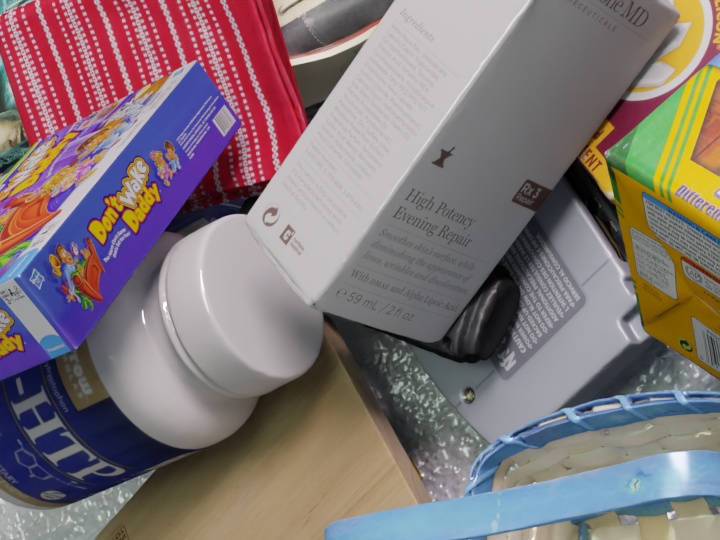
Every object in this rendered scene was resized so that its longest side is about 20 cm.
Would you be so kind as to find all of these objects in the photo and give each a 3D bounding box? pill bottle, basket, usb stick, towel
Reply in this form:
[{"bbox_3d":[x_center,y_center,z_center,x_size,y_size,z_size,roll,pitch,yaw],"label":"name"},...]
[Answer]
[{"bbox_3d":[-0.122,0.047,0.808,0.199,0.119,0.120,-26,61,35],"label":"pill bottle"},{"bbox_3d":[0.104,0.121,0.632,0.176,0.200,0.140,-14,67,30],"label":"basket"},{"bbox_3d":[0.000,0.000,0.807,0.199,0.033,0.056,20,80,43],"label":"usb stick"},{"bbox_3d":[-0.121,-0.101,0.854,0.199,0.022,0.145,-12,99,32],"label":"towel"}]

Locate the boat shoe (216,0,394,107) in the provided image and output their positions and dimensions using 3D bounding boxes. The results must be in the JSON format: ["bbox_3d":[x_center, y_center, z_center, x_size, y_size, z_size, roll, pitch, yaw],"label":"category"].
[{"bbox_3d":[-0.017,-0.142,0.852,0.199,0.071,0.063,-20,77,25],"label":"boat shoe"}]

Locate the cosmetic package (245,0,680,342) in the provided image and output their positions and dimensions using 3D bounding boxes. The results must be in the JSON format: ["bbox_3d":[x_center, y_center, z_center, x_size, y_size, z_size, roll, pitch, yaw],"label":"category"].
[{"bbox_3d":[0.047,-0.070,0.698,0.200,0.101,0.074,-54,51,17],"label":"cosmetic package"}]

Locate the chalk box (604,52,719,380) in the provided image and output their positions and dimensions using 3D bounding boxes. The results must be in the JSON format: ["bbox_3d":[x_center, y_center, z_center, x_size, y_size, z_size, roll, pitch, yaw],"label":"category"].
[{"bbox_3d":[0.221,-0.044,0.632,0.200,0.124,0.125,-42,51,-14],"label":"chalk box"}]

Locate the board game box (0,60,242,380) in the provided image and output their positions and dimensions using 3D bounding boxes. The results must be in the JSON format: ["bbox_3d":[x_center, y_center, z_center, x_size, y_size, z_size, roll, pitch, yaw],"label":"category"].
[{"bbox_3d":[-0.158,-0.019,0.768,0.134,0.045,0.200,-21,25,33],"label":"board game box"}]

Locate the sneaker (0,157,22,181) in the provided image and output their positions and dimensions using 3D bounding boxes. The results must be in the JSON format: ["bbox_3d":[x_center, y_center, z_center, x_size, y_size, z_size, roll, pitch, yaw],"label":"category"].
[{"bbox_3d":[-0.152,-0.097,0.977,0.199,0.075,0.085,-18,66,20],"label":"sneaker"}]

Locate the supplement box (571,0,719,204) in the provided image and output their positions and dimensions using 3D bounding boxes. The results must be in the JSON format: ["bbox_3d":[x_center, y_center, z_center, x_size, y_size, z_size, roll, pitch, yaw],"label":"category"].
[{"bbox_3d":[0.183,-0.124,0.731,0.200,0.086,0.111,-45,54,15],"label":"supplement box"}]

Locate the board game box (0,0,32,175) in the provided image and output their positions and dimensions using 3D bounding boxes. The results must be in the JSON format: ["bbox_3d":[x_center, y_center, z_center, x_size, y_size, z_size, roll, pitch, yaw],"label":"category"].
[{"bbox_3d":[-0.234,-0.182,1.091,0.135,0.028,0.201,-24,62,27],"label":"board game box"}]

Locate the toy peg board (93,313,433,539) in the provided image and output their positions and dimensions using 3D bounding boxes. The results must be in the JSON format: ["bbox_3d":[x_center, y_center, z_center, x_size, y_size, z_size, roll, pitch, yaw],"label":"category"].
[{"bbox_3d":[-0.030,0.164,0.802,0.200,0.098,0.199,-47,38,13],"label":"toy peg board"}]

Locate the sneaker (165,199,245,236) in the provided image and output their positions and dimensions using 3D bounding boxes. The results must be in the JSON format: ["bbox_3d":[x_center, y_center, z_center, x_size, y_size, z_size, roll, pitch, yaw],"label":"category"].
[{"bbox_3d":[-0.161,-0.009,0.947,0.199,0.080,0.116,-35,60,24],"label":"sneaker"}]

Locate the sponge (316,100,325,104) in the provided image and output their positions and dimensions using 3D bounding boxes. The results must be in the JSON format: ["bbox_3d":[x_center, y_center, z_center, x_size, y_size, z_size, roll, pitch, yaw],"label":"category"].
[{"bbox_3d":[0.034,-0.155,0.885,0.199,0.030,0.112,4,78,37],"label":"sponge"}]

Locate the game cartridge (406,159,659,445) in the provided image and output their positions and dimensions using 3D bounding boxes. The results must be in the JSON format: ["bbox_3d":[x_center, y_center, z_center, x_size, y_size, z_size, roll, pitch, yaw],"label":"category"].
[{"bbox_3d":[0.070,-0.009,0.791,0.133,0.040,0.201,-44,56,26],"label":"game cartridge"}]
